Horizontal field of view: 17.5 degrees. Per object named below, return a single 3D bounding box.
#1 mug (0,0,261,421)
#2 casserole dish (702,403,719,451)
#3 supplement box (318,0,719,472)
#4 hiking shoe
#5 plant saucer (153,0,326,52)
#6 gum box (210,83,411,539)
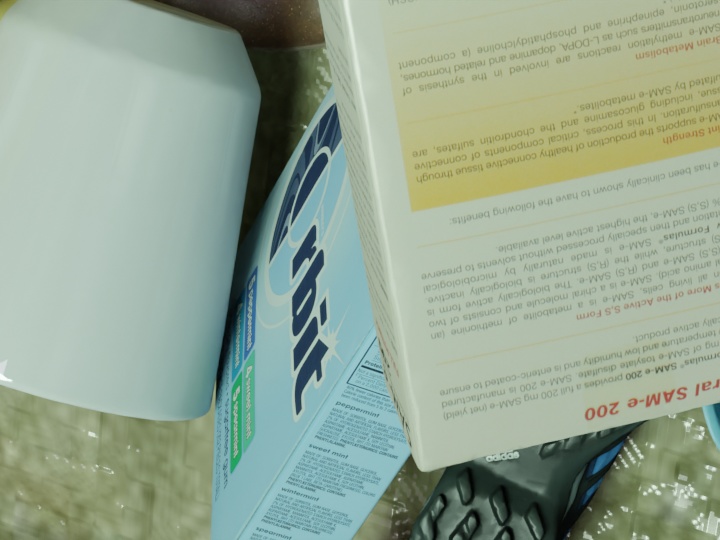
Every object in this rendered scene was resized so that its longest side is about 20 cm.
[{"bbox_3d":[-0.127,-0.041,0.942,0.186,0.149,0.154,18,97,1],"label":"mug"},{"bbox_3d":[0.180,-0.011,0.860,0.121,0.039,0.201,-6,102,11],"label":"casserole dish"},{"bbox_3d":[0.057,-0.052,0.722,0.126,0.074,0.201,-11,111,-6],"label":"supplement box"},{"bbox_3d":[0.077,0.053,0.934,0.074,0.087,0.200,34,96,1],"label":"hiking shoe"},{"bbox_3d":[-0.060,-0.164,0.915,0.200,0.035,0.201,13,148,9],"label":"plant saucer"},{"bbox_3d":[0.000,0.000,0.896,0.044,0.170,0.200,19,129,-18],"label":"gum box"}]
